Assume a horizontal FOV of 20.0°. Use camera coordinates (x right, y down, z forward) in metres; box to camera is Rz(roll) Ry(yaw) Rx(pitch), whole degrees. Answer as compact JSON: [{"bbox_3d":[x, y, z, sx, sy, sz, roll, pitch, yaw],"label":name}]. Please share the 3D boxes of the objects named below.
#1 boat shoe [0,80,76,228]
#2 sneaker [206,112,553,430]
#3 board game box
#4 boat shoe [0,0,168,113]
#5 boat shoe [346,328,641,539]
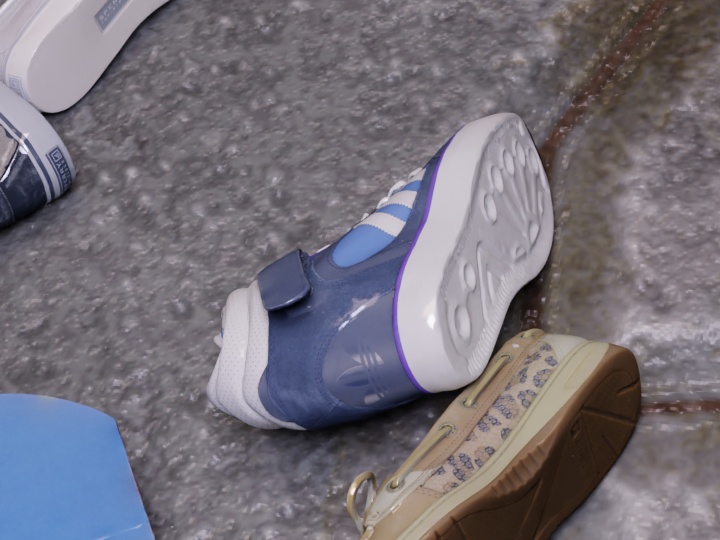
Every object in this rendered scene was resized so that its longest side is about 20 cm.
[{"bbox_3d":[-0.246,-0.081,1.097,0.091,0.071,0.200,-37,51,-23],"label":"boat shoe"},{"bbox_3d":[0.000,0.000,0.949,0.146,0.081,0.200,-13,27,26],"label":"sneaker"},{"bbox_3d":[-0.164,0.145,0.895,0.157,0.039,0.200,-19,51,-8],"label":"board game box"},{"bbox_3d":[-0.146,-0.170,1.160,0.068,0.072,0.200,22,67,31],"label":"boat shoe"},{"bbox_3d":[0.042,0.098,0.859,0.062,0.074,0.200,19,45,37],"label":"boat shoe"}]
